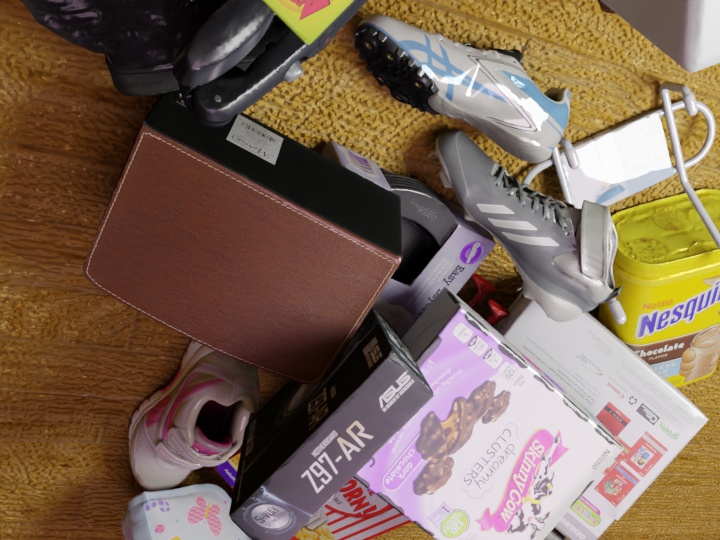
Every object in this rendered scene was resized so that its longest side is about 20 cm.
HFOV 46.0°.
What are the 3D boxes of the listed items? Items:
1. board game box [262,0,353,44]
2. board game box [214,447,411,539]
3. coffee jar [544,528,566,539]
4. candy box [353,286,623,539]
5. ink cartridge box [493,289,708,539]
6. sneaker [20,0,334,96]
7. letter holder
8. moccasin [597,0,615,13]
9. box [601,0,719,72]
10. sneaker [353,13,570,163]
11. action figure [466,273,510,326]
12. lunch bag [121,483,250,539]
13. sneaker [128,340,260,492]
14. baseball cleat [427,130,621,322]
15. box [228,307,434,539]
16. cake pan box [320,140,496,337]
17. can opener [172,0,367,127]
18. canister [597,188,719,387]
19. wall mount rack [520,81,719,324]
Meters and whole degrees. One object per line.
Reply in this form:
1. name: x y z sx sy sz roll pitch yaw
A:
1. board game box: -0.066 -0.214 0.461 0.047 0.201 0.101 -39 130 15
2. board game box: -0.026 0.198 0.840 0.199 0.047 0.152 -32 106 29
3. coffee jar: 0.135 0.208 0.874 0.104 0.200 0.086 -37 170 -43
4. candy box: 0.098 0.146 0.740 0.199 0.072 0.168 39 95 -13
5. ink cartridge box: 0.198 0.136 0.832 0.199 0.084 0.176 40 99 1
6. sneaker: -0.117 -0.180 0.565 0.196 0.061 0.105 -15 136 -4
7. letter holder: -0.086 -0.022 0.637 0.197 0.101 0.143 26 117 -13
8. moccasin: 0.278 -0.224 0.672 0.198 0.074 0.079 -16 124 -20
9. box: 0.227 -0.274 0.521 0.168 0.201 0.201 -20 133 -6
10. sneaker: 0.082 -0.153 0.665 0.197 0.072 0.074 23 84 -26
11. action figure: 0.060 0.090 0.847 0.051 0.066 0.201 23 116 -41
12. lunch bag: -0.156 0.318 0.848 0.125 0.172 0.200 -26 150 4
13. sneaker: -0.158 0.148 0.796 0.080 0.089 0.201 18 120 -31
14. baseball cleat: 0.149 -0.052 0.718 0.106 0.070 0.201 -30 108 33
15. box: -0.026 0.111 0.661 0.044 0.200 0.160 44 93 -9
16. cake pan box: 0.000 0.000 0.762 0.182 0.053 0.201 22 117 -35
17. can opener: -0.039 -0.165 0.543 0.200 0.078 0.064 -42 111 -23
18. canister: 0.318 0.031 0.879 0.146 0.087 0.202 -14 133 -8
19. wall mount rack: 0.250 -0.063 0.762 0.197 0.075 0.176 -24 111 0
